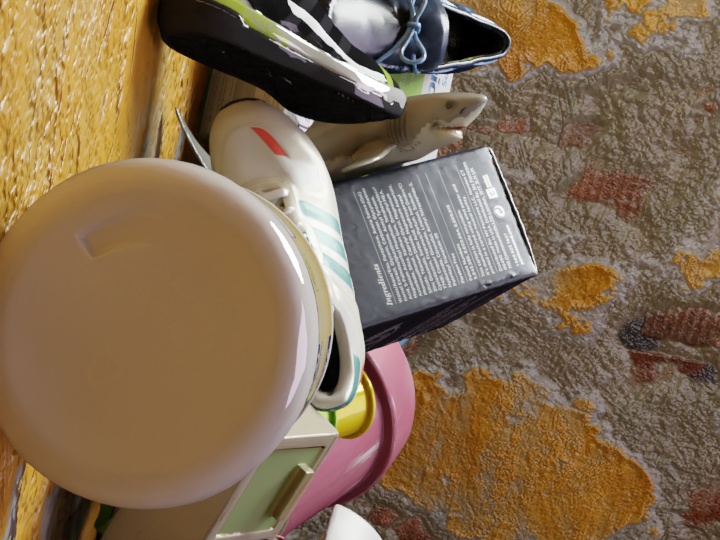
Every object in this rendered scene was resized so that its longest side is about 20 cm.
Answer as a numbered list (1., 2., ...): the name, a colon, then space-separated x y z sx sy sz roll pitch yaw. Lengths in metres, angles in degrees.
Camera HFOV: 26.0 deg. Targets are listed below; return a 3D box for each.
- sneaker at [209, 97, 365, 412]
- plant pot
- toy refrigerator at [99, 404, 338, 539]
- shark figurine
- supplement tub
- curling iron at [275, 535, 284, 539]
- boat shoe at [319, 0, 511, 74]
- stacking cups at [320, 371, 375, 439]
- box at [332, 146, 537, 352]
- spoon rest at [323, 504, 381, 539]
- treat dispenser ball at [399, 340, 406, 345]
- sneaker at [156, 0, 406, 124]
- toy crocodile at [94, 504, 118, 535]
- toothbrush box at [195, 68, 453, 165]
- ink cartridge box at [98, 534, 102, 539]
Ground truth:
1. sneaker: -0.040 -0.007 0.946 0.093 0.070 0.201 -114 -172 -79
2. plant pot: -0.077 0.126 1.256 0.179 0.199 0.201 -46 151 -57
3. toy refrigerator: -0.099 0.160 0.928 0.076 0.070 0.201 6 120 -57
4. shark figurine: -0.034 -0.097 1.081 0.128 0.213 0.090 -34 -107 67
5. supplement tub: -0.086 0.026 0.722 0.200 0.143 0.146 0 101 -88
6. curling iron: -0.064 0.178 1.068 0.050 0.025 0.201 42 32 -69
7. boat shoe: 0.039 -0.184 1.145 0.199 0.068 0.085 -13 105 -50
8. stacking cups: -0.077 0.107 1.030 0.199 0.060 0.061 -15 124 -46
9. box: 0.000 0.000 1.128 0.148 0.199 0.105 -33 -105 56
10. spoon rest: -0.021 0.272 1.287 0.201 0.060 0.100 109 0 -47
11. treat dispenser ball: -0.028 0.002 1.544 0.201 0.199 0.203 11 90 -88
12. sneaker: -0.038 -0.151 0.950 0.199 0.071 0.083 23 72 -46
13. toy crocodile: -0.137 0.103 1.051 0.068 0.061 0.201 47 40 -34
14. toothbrush box: -0.020 -0.144 1.201 0.199 0.086 0.147 18 81 -51
15. ink cartridge box: -0.134 0.226 1.088 0.201 0.103 0.060 98 3 -54
